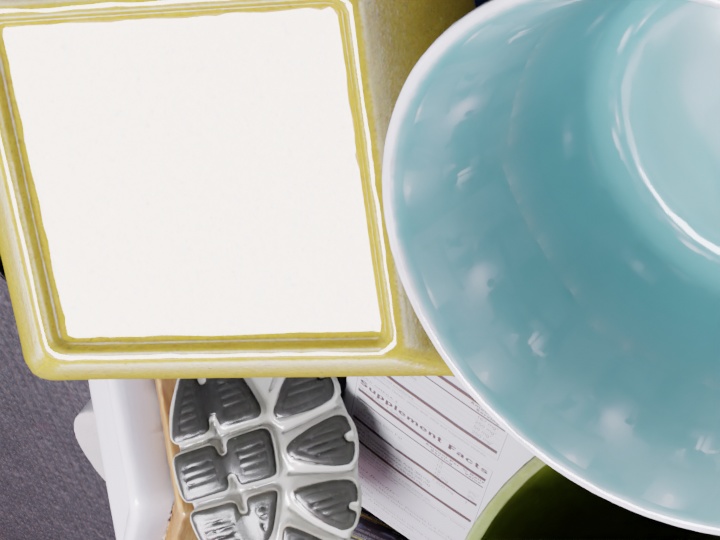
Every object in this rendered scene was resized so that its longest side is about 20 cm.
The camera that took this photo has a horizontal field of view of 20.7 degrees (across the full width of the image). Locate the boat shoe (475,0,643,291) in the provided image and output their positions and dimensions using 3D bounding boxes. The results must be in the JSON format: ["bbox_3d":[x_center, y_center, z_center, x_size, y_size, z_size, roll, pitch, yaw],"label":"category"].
[{"bbox_3d":[0.068,-0.046,0.750,0.200,0.084,0.069,55,139,-3],"label":"boat shoe"}]

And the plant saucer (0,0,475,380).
[{"bbox_3d":[-0.055,-0.039,0.710,0.199,0.048,0.201,-1,116,15],"label":"plant saucer"}]

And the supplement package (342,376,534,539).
[{"bbox_3d":[0.066,0.046,0.859,0.109,0.114,0.200,33,156,12],"label":"supplement package"}]

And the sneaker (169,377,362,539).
[{"bbox_3d":[-0.042,0.043,0.873,0.080,0.201,0.083,-14,168,9],"label":"sneaker"}]

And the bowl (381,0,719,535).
[{"bbox_3d":[0.118,-0.024,0.633,0.200,0.105,0.201,20,131,25],"label":"bowl"}]

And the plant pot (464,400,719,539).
[{"bbox_3d":[0.112,0.156,0.765,0.187,0.187,0.200,36,170,4],"label":"plant pot"}]

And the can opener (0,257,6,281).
[{"bbox_3d":[-0.130,0.005,1.129,0.200,0.079,0.063,34,152,-15],"label":"can opener"}]

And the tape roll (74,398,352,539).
[{"bbox_3d":[-0.087,0.132,1.285,0.202,0.071,0.203,32,156,16],"label":"tape roll"}]

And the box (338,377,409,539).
[{"bbox_3d":[0.057,0.122,1.036,0.199,0.049,0.161,23,155,-5],"label":"box"}]

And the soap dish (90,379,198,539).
[{"bbox_3d":[-0.093,0.043,0.990,0.157,0.081,0.201,112,149,-68],"label":"soap dish"}]
